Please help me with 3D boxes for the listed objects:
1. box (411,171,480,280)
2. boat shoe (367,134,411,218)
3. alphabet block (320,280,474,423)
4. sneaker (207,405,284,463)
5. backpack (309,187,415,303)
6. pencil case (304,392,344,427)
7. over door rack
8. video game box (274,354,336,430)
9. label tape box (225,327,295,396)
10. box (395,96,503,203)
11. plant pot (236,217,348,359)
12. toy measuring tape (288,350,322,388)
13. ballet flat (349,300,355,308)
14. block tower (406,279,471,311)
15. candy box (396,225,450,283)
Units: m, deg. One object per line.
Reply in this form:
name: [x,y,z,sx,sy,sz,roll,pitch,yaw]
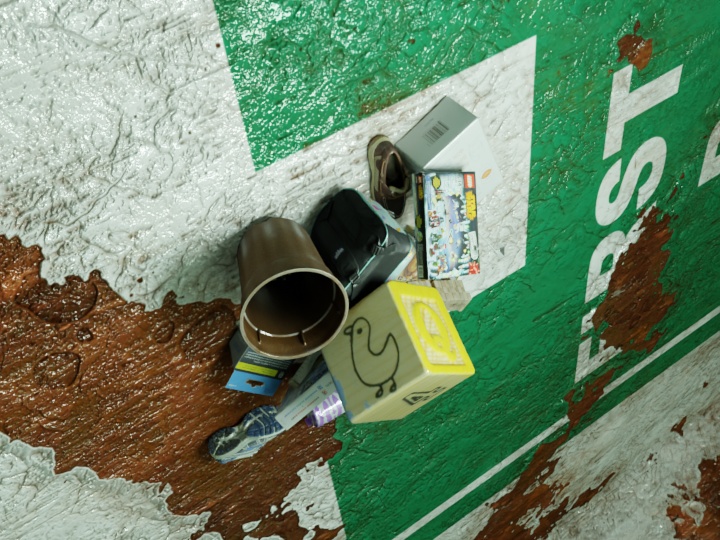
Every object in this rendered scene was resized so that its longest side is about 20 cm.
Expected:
box: [0.168,-0.089,1.509,0.134,0.040,0.206,-6,94,-34]
boat shoe: [0.065,-0.174,1.566,0.071,0.072,0.203,-29,137,-18]
alphabet block: [0.067,0.158,1.484,0.199,0.198,0.195,-37,157,27]
sneaker: [-0.248,0.374,1.757,0.196,0.078,0.086,-21,144,-17]
backpack: [-0.003,-0.052,1.511,0.152,0.201,0.177,19,114,-50]
pencil case: [-0.045,0.297,1.855,0.197,0.085,0.086,-24,159,-22]
over door rack: [0.199,-0.045,1.648,0.146,0.068,0.199,-26,137,35]
video game box: [-0.088,0.230,1.660,0.047,0.200,0.182,45,108,-7]
label tape box: [-0.194,0.155,1.618,0.143,0.063,0.202,21,107,-47]
box: [0.186,-0.222,1.603,0.152,0.106,0.201,-41,140,-4]
plant pot: [-0.140,0.018,1.427,0.195,0.200,0.204,-10,130,-12]
toy measuring tape: [-0.100,0.162,1.681,0.202,0.073,0.074,-57,142,-15]
ballet flat: [-0.087,0.044,1.592,0.195,0.057,0.068,8,117,-17]
block tower: [0.153,0.059,1.764,0.196,0.059,0.054,0,147,-27]
candy box: [0.156,-0.022,1.781,0.198,0.055,0.117,15,113,-45]
